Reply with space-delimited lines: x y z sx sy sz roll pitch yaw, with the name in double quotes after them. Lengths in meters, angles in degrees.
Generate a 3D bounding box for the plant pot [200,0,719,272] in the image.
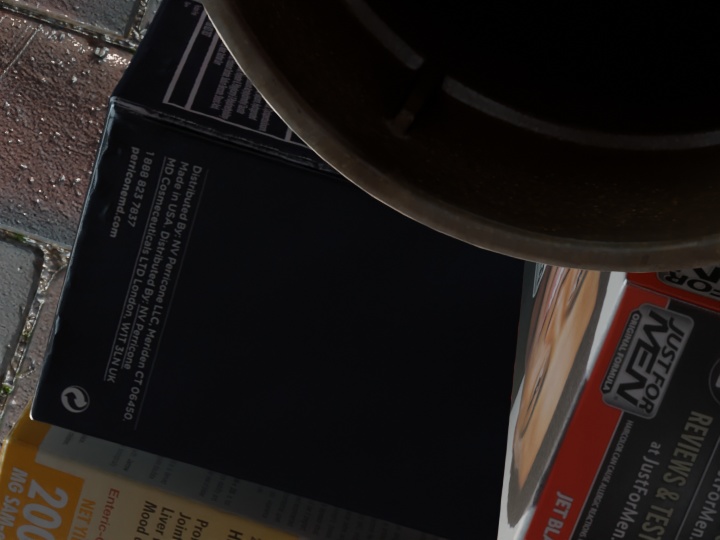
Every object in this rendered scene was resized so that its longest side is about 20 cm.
0.071 -0.130 0.684 0.198 0.199 0.201 -62 -9 -64 "plant pot"

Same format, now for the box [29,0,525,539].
0.000 0.000 1.038 0.200 0.197 0.124 -82 7 -74 "box"

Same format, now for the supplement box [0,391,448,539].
-0.042 0.135 1.032 0.074 0.199 0.127 -69 -3 -74 "supplement box"

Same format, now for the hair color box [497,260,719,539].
0.083 0.006 0.780 0.200 0.061 0.102 -80 8 -63 "hair color box"
